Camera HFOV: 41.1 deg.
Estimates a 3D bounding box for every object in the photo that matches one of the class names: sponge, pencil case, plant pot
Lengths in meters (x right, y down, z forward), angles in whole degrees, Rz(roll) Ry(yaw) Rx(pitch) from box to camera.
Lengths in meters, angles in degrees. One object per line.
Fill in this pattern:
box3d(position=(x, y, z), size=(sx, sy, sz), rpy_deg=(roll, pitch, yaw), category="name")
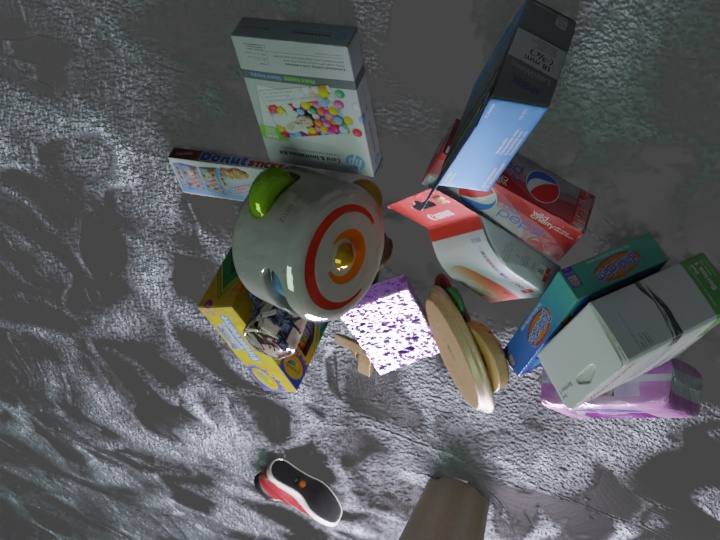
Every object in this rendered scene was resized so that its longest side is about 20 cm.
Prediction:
box3d(position=(0.046, 0.084, 1.431), size=(0.110, 0.030, 0.201), rpy_deg=(-20, 144, 9), category="sponge")
box3d(position=(-0.097, 0.022, 1.376), size=(0.077, 0.203, 0.090), rpy_deg=(15, 157, 20), category="pencil case")
box3d(position=(0.162, 0.510, 1.839), size=(0.197, 0.185, 0.202), rpy_deg=(17, 144, 13), category="plant pot")

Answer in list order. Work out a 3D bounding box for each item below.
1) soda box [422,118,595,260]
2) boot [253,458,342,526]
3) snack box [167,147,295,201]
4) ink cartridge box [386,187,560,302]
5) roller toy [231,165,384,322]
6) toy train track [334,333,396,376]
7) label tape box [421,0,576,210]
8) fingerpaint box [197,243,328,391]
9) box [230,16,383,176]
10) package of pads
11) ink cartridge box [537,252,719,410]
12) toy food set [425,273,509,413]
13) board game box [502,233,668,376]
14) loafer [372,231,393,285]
box3d(position=(0.178, -0.096, 1.161), size=(0.198, 0.064, 0.070), rpy_deg=(29, 145, -4), category="soda box")
box3d(position=(-0.140, 0.500, 2.117), size=(0.199, 0.073, 0.144), rpy_deg=(38, 144, -3), category="boot")
box3d(position=(-0.177, -0.131, 1.370), size=(0.197, 0.025, 0.072), rpy_deg=(10, 143, 21), category="snack box")
box3d(position=(0.135, -0.027, 1.230), size=(0.198, 0.051, 0.162), rpy_deg=(28, 167, -16), category="ink cartridge box")
box3d(position=(-0.060, -0.034, 1.250), size=(0.138, 0.198, 0.186), rpy_deg=(21, 105, 38), category="roller toy")
box3d(position=(0.016, 0.093, 1.536), size=(0.113, 0.033, 0.202), rpy_deg=(23, 140, 17), category="toy train track")
box3d(position=(0.143, -0.157, 0.985), size=(0.063, 0.202, 0.145), rpy_deg=(26, 145, -3), category="label tape box")
box3d(position=(-0.136, 0.057, 1.461), size=(0.072, 0.168, 0.201), rpy_deg=(-2, 136, 34), category="fingerpaint box")
box3d(position=(-0.062, -0.211, 1.184), size=(0.153, 0.042, 0.202), rpy_deg=(11, 143, 21), category="box")
box3d(position=(0.363, 0.164, 1.341), size=(0.198, 0.077, 0.120), rpy_deg=(-7, 158, 39), category="package of pads")
box3d(position=(0.332, 0.074, 1.159), size=(0.085, 0.197, 0.147), rpy_deg=(60, 150, 20), category="ink cartridge box")
box3d(position=(0.147, 0.104, 1.355), size=(0.048, 0.200, 0.201), rpy_deg=(-24, 148, -7), category="toy food set")
box3d(position=(0.279, 0.047, 1.213), size=(0.045, 0.150, 0.201), rpy_deg=(58, 153, 24), category="board game box")
box3d(position=(0.000, 0.000, 1.400), size=(0.070, 0.074, 0.200), rpy_deg=(22, 150, -19), category="loafer")
